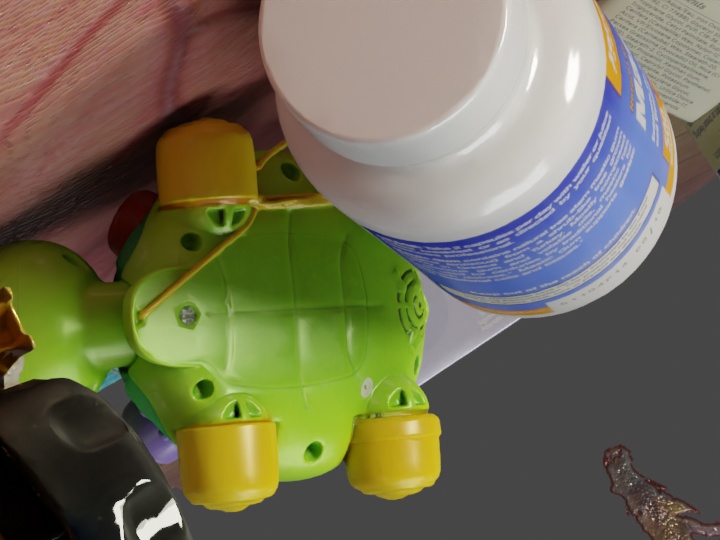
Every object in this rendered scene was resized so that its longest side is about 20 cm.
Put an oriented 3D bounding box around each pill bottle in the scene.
[{"bbox_3d":[0.037,-0.057,0.903,0.112,0.112,0.200,-34,160,7],"label":"pill bottle"}]

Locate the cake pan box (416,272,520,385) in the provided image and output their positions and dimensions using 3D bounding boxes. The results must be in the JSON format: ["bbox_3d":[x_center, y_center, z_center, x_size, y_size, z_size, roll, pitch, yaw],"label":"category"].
[{"bbox_3d":[0.000,0.000,1.170,0.199,0.052,0.184,-34,-161,3],"label":"cake pan box"}]

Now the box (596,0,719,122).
[{"bbox_3d":[0.156,-0.142,0.979,0.082,0.069,0.200,24,138,-29],"label":"box"}]

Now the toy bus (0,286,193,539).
[{"bbox_3d":[-0.141,0.045,0.522,0.135,0.201,0.192,-29,180,-27],"label":"toy bus"}]

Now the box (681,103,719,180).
[{"bbox_3d":[0.224,-0.107,1.133,0.175,0.201,0.097,-31,174,-11],"label":"box"}]

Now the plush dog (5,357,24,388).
[{"bbox_3d":[-0.179,0.113,0.904,0.160,0.172,0.200,-29,174,-28],"label":"plush dog"}]

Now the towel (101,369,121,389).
[{"bbox_3d":[-0.115,0.035,1.337,0.199,0.022,0.147,-34,174,9],"label":"towel"}]

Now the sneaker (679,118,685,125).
[{"bbox_3d":[0.173,-0.101,1.309,0.075,0.116,0.200,-35,174,21],"label":"sneaker"}]

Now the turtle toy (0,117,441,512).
[{"bbox_3d":[-0.059,0.019,1.015,0.199,0.147,0.101,-1,175,-34],"label":"turtle toy"}]
